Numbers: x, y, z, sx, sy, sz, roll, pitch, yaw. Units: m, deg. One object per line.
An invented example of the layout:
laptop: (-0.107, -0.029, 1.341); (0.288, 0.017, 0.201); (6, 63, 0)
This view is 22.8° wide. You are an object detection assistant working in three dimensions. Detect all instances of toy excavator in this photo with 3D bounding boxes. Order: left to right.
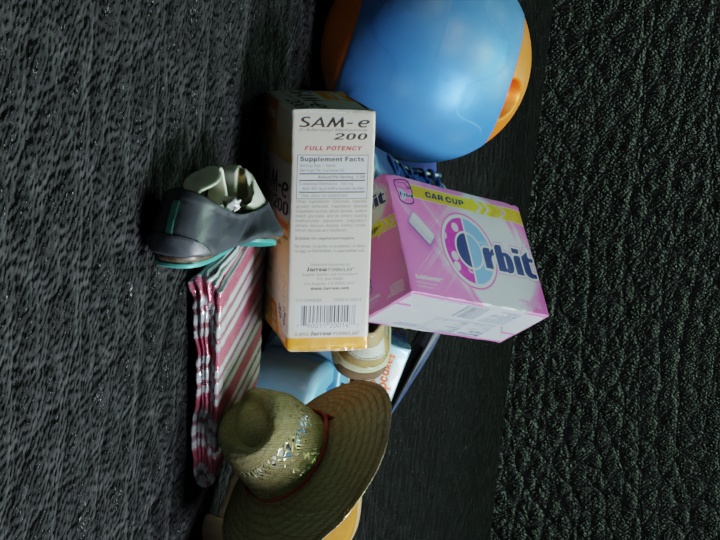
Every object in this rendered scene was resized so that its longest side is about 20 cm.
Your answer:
toy excavator: (-0.075, 0.144, 1.618); (0.200, 0.099, 0.196); (-16, 116, -63)

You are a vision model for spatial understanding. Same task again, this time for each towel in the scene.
towel: (-0.112, 0.059, 1.486); (0.147, 0.030, 0.201); (-64, 162, -59)

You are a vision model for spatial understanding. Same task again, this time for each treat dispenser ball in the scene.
treat dispenser ball: (0.062, -0.202, 1.679); (0.201, 0.199, 0.203); (10, 90, -79)

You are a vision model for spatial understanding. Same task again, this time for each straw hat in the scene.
straw hat: (-0.070, 0.140, 1.449); (0.085, 0.200, 0.202); (44, 42, -24)

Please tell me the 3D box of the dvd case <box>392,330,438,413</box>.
dvd case: (0.069, 0.063, 1.795); (0.143, 0.017, 0.201); (-54, 172, -47)

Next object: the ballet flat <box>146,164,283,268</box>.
ballet flat: (-0.103, -0.045, 1.334); (0.200, 0.072, 0.074); (-21, 120, -73)

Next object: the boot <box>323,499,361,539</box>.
boot: (-0.081, 0.248, 1.494); (0.144, 0.071, 0.202); (-33, 158, -44)

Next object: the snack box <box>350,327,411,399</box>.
snack box: (0.004, 0.093, 1.804); (0.200, 0.037, 0.117); (-109, -143, -71)

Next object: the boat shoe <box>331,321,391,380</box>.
boat shoe: (0.000, 0.000, 1.621); (0.076, 0.071, 0.201); (101, -18, -48)

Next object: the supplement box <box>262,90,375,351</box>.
supplement box: (-0.038, -0.044, 1.495); (0.126, 0.073, 0.202); (-139, -131, -73)

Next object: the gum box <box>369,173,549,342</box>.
gum box: (0.079, -0.008, 1.605); (0.199, 0.066, 0.114); (11, 59, -45)

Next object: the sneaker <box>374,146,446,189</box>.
sneaker: (0.038, -0.076, 1.671); (0.200, 0.077, 0.076); (46, 15, -57)

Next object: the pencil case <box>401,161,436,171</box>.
pencil case: (0.032, -0.126, 1.808); (0.078, 0.087, 0.202); (0, 79, -40)
